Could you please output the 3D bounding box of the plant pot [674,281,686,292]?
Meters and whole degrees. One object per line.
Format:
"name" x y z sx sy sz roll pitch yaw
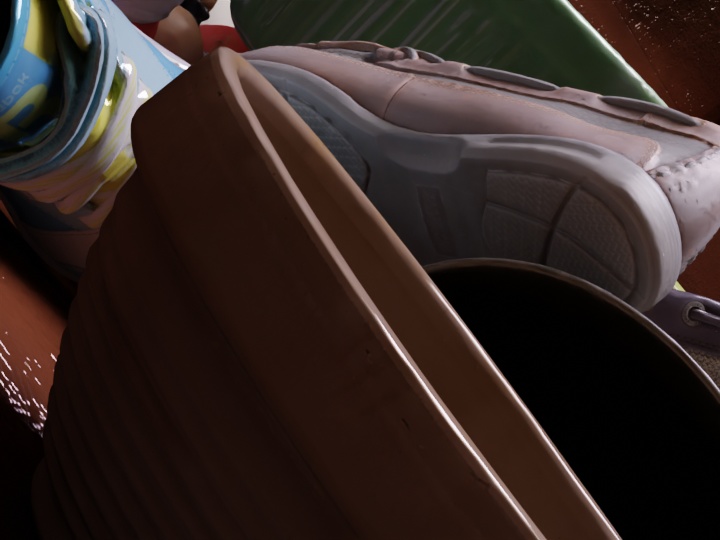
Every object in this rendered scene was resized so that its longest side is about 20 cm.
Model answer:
"plant pot" 0.102 0.073 1.166 0.200 0.184 0.200 54 3 -4

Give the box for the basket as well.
"basket" 0.056 0.100 0.656 0.200 0.136 0.181 60 6 -78

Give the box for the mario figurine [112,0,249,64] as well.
"mario figurine" -0.103 -0.117 0.855 0.200 0.106 0.124 45 21 -48

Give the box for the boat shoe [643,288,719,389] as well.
"boat shoe" 0.072 0.010 0.736 0.200 0.065 0.072 24 -4 4

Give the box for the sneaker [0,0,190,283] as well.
"sneaker" -0.078 -0.034 0.597 0.200 0.080 0.131 42 4 -20

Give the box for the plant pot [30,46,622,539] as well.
"plant pot" -0.005 0.058 0.469 0.201 0.093 0.201 52 5 -7

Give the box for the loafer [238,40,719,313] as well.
"loafer" 0.028 -0.034 0.667 0.200 0.063 0.072 18 -50 41

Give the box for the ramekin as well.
"ramekin" 0.041 -0.074 0.849 0.200 0.098 0.200 45 8 -8

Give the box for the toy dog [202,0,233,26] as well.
"toy dog" -0.136 -0.180 1.116 0.200 0.139 0.194 50 40 -71
